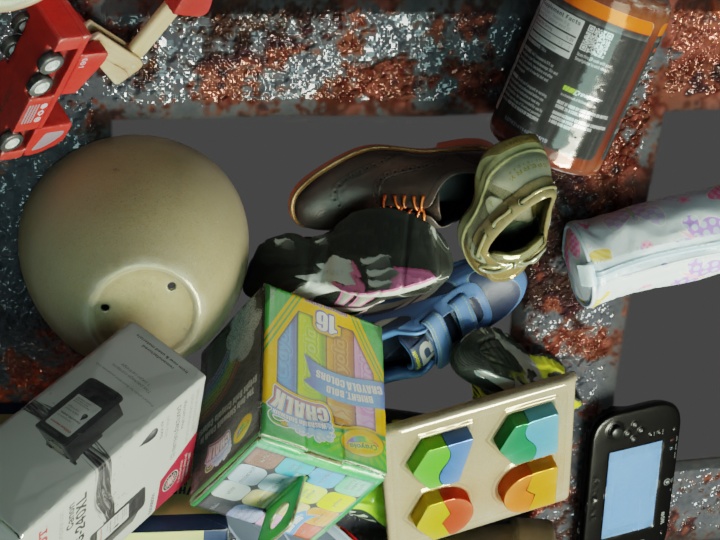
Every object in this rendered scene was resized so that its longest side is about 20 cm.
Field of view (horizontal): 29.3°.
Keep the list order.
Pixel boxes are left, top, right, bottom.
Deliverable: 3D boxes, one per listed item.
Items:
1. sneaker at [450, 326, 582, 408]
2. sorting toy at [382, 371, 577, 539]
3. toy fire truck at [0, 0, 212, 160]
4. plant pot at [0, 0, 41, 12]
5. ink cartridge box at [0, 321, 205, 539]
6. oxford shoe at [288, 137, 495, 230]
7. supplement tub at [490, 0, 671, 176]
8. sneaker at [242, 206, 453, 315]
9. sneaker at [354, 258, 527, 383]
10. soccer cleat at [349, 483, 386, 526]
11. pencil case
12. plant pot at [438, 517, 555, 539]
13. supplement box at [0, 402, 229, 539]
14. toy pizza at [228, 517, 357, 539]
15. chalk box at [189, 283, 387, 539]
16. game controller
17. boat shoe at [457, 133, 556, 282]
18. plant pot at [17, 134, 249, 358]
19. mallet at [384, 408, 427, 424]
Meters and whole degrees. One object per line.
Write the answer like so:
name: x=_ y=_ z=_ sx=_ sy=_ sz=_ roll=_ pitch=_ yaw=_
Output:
sneaker: x=0.136 y=0.116 z=1.289 sx=0.085 sy=0.075 sz=0.200 roll=-42 pitch=144 yaw=18
sorting toy: x=0.110 y=0.183 z=1.253 sx=0.184 sy=0.037 sz=0.201 roll=-15 pitch=138 yaw=-11
toy fire truck: x=-0.209 y=-0.172 z=1.078 sx=0.141 sy=0.049 sz=0.200 roll=-18 pitch=156 yaw=-45
plant pot: x=-0.260 y=-0.273 z=0.960 sx=0.199 sy=0.178 sz=0.201 roll=-5 pitch=119 yaw=-10
ink cartridge box: x=-0.217 y=0.157 z=1.045 sx=0.083 sy=0.200 sz=0.146 roll=33 pitch=139 yaw=17
oxford shoe: x=0.037 y=-0.069 z=1.197 sx=0.199 sy=0.073 sz=0.072 roll=-14 pitch=120 yaw=-6
supplement tub: x=0.191 y=-0.188 z=1.153 sx=0.106 sy=0.107 sz=0.201 roll=15 pitch=113 yaw=-20
sneaker: x=0.000 y=0.000 z=1.193 sx=0.086 sy=0.199 sz=0.081 roll=32 pitch=63 yaw=-47
sneaker: x=0.067 y=0.053 z=1.264 sx=0.199 sy=0.082 sz=0.074 roll=-25 pitch=119 yaw=-2
soccer cleat: x=-0.016 y=0.200 z=1.311 sx=0.200 sy=0.081 sz=0.068 roll=35 pitch=67 yaw=-36
pencil case: x=0.287 y=-0.024 z=1.271 sx=0.199 sy=0.091 sz=0.084 roll=-13 pitch=120 yaw=-6
plant pot: x=0.097 y=0.342 z=1.376 sx=0.172 sy=0.200 sz=0.201 roll=5 pitch=117 yaw=2
supplement box: x=-0.227 y=0.225 z=1.215 sx=0.199 sy=0.200 sz=0.135 roll=0 pitch=117 yaw=-13
toy pizza: x=-0.052 y=0.256 z=1.304 sx=0.032 sy=0.200 sz=0.201 roll=-50 pitch=125 yaw=-30
chalk box: x=-0.059 y=0.138 z=1.143 sx=0.123 sy=0.201 sz=0.124 roll=21 pitch=136 yaw=-26
game controller: x=0.277 y=0.223 z=1.426 sx=0.104 sy=0.042 sz=0.201 roll=-6 pitch=119 yaw=-10
boat shoe: x=0.130 y=-0.036 z=1.162 sx=0.073 sy=0.063 sz=0.201 roll=-18 pitch=153 yaw=-14
plant pot: x=-0.183 y=0.005 z=1.149 sx=0.199 sy=0.135 sz=0.201 roll=-6 pitch=118 yaw=-11
mallet: x=0.015 y=0.130 z=1.321 sx=0.199 sy=0.041 sz=0.066 roll=5 pitch=119 yaw=-20
